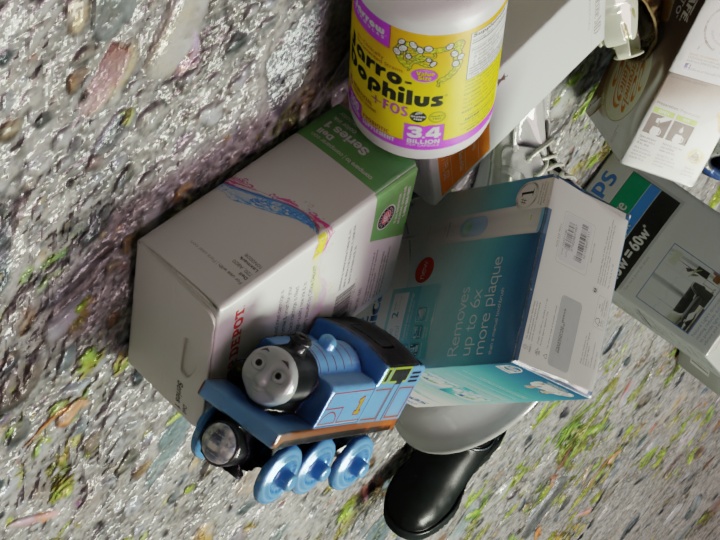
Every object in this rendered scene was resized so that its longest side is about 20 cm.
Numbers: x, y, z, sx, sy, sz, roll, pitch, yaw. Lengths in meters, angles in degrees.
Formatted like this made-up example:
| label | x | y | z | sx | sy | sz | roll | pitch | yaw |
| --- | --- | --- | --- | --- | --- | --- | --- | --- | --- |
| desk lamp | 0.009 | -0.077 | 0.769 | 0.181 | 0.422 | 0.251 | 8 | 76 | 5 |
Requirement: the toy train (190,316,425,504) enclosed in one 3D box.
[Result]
| label | x | y | z | sx | sy | sz | roll | pitch | yaw |
| --- | --- | --- | --- | --- | --- | --- | --- | --- | --- |
| toy train | -0.039 | 0.092 | 1.389 | 0.200 | 0.087 | 0.114 | 2 | 118 | -62 |

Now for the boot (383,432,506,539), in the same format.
| label | x | y | z | sx | sy | sz | roll | pitch | yaw |
| --- | --- | --- | --- | --- | --- | --- | --- | --- | --- |
| boot | 0.099 | 0.158 | 1.987 | 0.198 | 0.073 | 0.163 | -45 | 161 | -33 |

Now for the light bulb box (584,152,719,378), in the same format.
| label | x | y | z | sx | sy | sz | roll | pitch | yaw |
| --- | --- | --- | --- | --- | --- | --- | --- | --- | --- |
| light bulb box | 0.315 | -0.001 | 1.988 | 0.125 | 0.200 | 0.198 | -53 | 158 | 1 |

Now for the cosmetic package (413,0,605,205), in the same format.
| label | x | y | z | sx | sy | sz | roll | pitch | yaw |
| --- | --- | --- | --- | --- | --- | --- | --- | --- | --- |
| cosmetic package | 0.094 | -0.155 | 1.493 | 0.200 | 0.071 | 0.101 | -45 | 157 | -16 |

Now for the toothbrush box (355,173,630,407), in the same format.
| label | x | y | z | sx | sy | sz | roll | pitch | yaw |
| --- | --- | --- | --- | --- | --- | --- | --- | --- | --- |
| toothbrush box | 0.091 | 0.019 | 1.490 | 0.085 | 0.200 | 0.147 | 25 | 71 | -33 |

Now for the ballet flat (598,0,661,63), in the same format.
| label | x | y | z | sx | sy | sz | roll | pitch | yaw |
| --- | --- | --- | --- | --- | --- | --- | --- | --- | --- |
| ballet flat | 0.206 | -0.209 | 1.613 | 0.068 | 0.072 | 0.200 | -9 | 169 | 16 |

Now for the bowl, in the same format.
| label | x | y | z | sx | sy | sz | roll | pitch | yaw |
| --- | --- | --- | --- | --- | --- | --- | --- | --- | --- |
| bowl | 0.081 | 0.048 | 1.691 | 0.201 | 0.201 | 0.090 | -49 | 120 | -5 |

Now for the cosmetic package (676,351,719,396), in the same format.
| label | x | y | z | sx | sy | sz | roll | pitch | yaw |
| --- | --- | --- | --- | --- | --- | --- | --- | --- | --- |
| cosmetic package | 0.509 | 0.057 | 2.604 | 0.200 | 0.090 | 0.107 | -39 | 152 | -20 |

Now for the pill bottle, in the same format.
| label | x | y | z | sx | sy | sz | roll | pitch | yaw |
| --- | --- | --- | --- | --- | --- | --- | --- | --- | --- |
| pill bottle | 0.045 | -0.172 | 1.329 | 0.104 | 0.104 | 0.200 | -40 | 155 | -25 |

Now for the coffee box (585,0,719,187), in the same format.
| label | x | y | z | sx | sy | sz | roll | pitch | yaw |
| --- | --- | --- | --- | --- | --- | --- | --- | --- | --- |
| coffee box | 0.283 | -0.190 | 1.711 | 0.080 | 0.114 | 0.200 | 17 | 114 | -21 |

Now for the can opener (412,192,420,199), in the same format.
| label | x | y | z | sx | sy | sz | roll | pitch | yaw |
| --- | --- | --- | --- | --- | --- | --- | --- | --- | --- |
| can opener | 0.000 | 0.000 | 1.589 | 0.200 | 0.079 | 0.063 | -29 | -172 | -38 |

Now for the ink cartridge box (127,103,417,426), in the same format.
| label | x | y | z | sx | sy | sz | roll | pitch | yaw |
| --- | --- | --- | --- | --- | --- | --- | --- | --- | --- |
| ink cartridge box | -0.064 | -0.003 | 1.406 | 0.200 | 0.084 | 0.145 | -37 | 155 | -32 |

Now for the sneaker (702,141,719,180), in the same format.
| label | x | y | z | sx | sy | sz | roll | pitch | yaw |
| --- | --- | --- | --- | --- | --- | --- | --- | --- | --- |
| sneaker | 0.355 | -0.161 | 1.969 | 0.077 | 0.085 | 0.200 | -43 | 156 | -20 |

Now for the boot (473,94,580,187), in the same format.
| label | x | y | z | sx | sy | sz | roll | pitch | yaw |
| --- | --- | --- | --- | --- | --- | --- | --- | --- | --- |
| boot | 0.153 | -0.093 | 1.668 | 0.074 | 0.096 | 0.200 | -40 | 155 | -26 |
